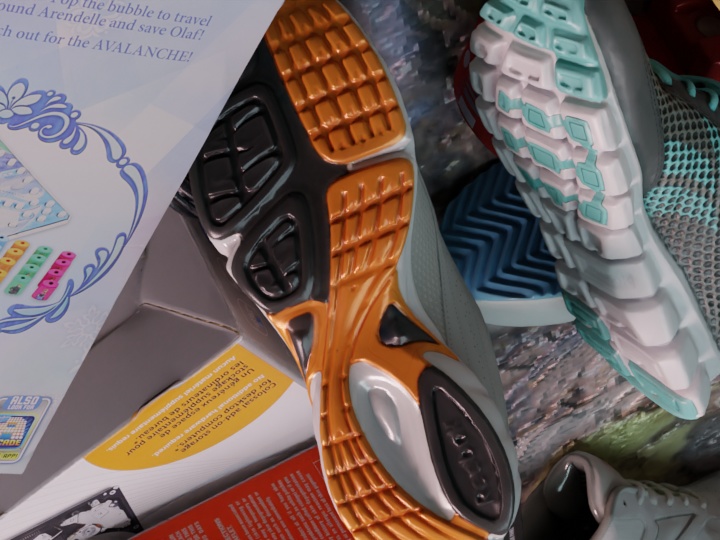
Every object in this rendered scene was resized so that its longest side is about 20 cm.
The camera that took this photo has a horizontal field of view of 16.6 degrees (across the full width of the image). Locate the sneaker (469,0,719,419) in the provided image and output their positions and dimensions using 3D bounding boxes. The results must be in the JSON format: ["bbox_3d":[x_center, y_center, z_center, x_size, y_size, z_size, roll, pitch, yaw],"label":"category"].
[{"bbox_3d":[0.102,-0.042,0.841,0.091,0.078,0.200,-41,138,-14],"label":"sneaker"}]

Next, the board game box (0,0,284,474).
[{"bbox_3d":[-0.149,-0.027,0.686,0.200,0.043,0.199,6,131,-37],"label":"board game box"}]

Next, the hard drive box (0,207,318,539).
[{"bbox_3d":[-0.068,0.073,0.935,0.156,0.077,0.200,-37,147,12],"label":"hard drive box"}]

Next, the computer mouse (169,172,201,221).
[{"bbox_3d":[-0.023,-0.005,0.887,0.034,0.059,0.200,-26,149,22],"label":"computer mouse"}]

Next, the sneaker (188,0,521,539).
[{"bbox_3d":[0.000,0.000,0.829,0.076,0.200,0.092,-16,-175,10],"label":"sneaker"}]

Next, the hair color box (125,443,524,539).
[{"bbox_3d":[-0.038,0.129,0.898,0.200,0.061,0.102,-26,144,-11],"label":"hair color box"}]

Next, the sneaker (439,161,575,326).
[{"bbox_3d":[0.122,-0.017,0.961,0.200,0.077,0.081,-18,147,-14],"label":"sneaker"}]

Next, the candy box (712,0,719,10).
[{"bbox_3d":[0.171,-0.103,0.767,0.117,0.200,0.056,-17,144,-18],"label":"candy box"}]

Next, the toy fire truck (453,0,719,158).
[{"bbox_3d":[0.142,-0.106,0.880,0.200,0.049,0.141,-5,138,-29],"label":"toy fire truck"}]

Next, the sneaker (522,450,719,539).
[{"bbox_3d":[0.129,0.124,1.157,0.200,0.078,0.099,-26,111,-39],"label":"sneaker"}]
